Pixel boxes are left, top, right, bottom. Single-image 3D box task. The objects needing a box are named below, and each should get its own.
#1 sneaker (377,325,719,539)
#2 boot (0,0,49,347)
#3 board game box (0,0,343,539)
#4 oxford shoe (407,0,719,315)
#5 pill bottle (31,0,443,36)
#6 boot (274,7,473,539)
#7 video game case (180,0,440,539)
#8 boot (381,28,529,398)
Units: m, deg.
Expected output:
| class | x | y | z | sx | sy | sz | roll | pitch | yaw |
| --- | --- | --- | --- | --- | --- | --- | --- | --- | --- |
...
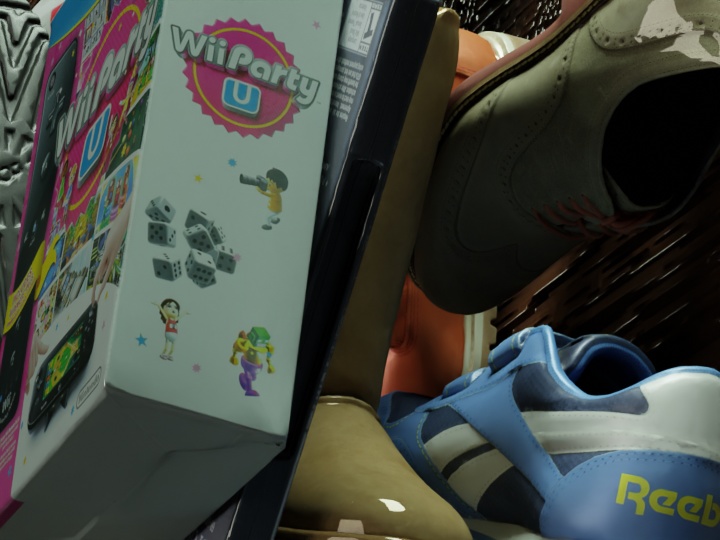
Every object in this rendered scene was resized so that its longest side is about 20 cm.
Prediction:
| class | x | y | z | sx | sy | sz | roll | pitch | yaw |
| --- | --- | --- | --- | --- | --- | --- | --- | --- | --- |
| sneaker | 0.064 | 0.059 | 0.901 | 0.200 | 0.074 | 0.083 | 15 | 90 | 60 |
| boot | -0.170 | -0.010 | 1.125 | 0.158 | 0.079 | 0.212 | -39 | 68 | 60 |
| board game box | -0.064 | -0.019 | 0.865 | 0.148 | 0.064 | 0.201 | 136 | 146 | -56 |
| oxford shoe | 0.073 | -0.037 | 0.927 | 0.200 | 0.070 | 0.075 | -55 | 34 | 43 |
| pill bottle | -0.039 | -0.113 | 1.120 | 0.199 | 0.112 | 0.113 | -31 | 46 | 30 |
| boot | 0.000 | 0.006 | 0.901 | 0.175 | 0.066 | 0.201 | 1 | 76 | 60 |
| video game case | -0.031 | 0.000 | 0.878 | 0.143 | 0.019 | 0.201 | -148 | 73 | -71 |
| boot | 0.000 | 0.000 | 1.034 | 0.075 | 0.107 | 0.201 | 9 | 89 | 65 |
